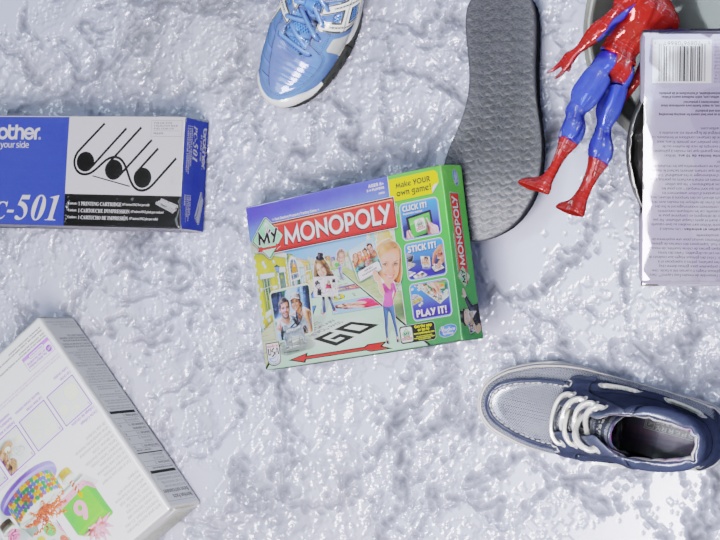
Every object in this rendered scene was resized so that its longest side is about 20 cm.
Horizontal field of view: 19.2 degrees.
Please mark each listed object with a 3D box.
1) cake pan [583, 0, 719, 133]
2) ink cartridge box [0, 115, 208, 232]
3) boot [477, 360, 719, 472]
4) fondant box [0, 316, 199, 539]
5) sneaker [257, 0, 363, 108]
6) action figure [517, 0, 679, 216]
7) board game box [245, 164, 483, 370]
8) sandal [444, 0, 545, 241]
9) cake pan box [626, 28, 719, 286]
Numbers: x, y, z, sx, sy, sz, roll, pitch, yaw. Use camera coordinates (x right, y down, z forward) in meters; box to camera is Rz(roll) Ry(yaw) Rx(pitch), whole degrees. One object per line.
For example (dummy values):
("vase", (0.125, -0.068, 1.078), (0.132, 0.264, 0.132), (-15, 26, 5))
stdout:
("cake pan", (0.266, -0.179, 1.579), (0.200, 0.037, 0.201), (-1, 88, 23))
("ink cartridge box", (-0.226, -0.081, 1.780), (0.200, 0.044, 0.094), (2, 88, 23))
("boot", (0.171, 0.109, 1.582), (0.200, 0.090, 0.073), (6, 91, 23))
("fondant box", (-0.250, 0.160, 1.777), (0.144, 0.058, 0.200), (-41, 73, 17))
("sneaker", (-0.032, -0.222, 1.684), (0.076, 0.077, 0.200), (31, 102, 19))
("action figure", (0.180, -0.141, 1.558), (0.200, 0.065, 0.052), (-62, 27, -4))
("board game box", (0.000, 0.000, 1.663), (0.200, 0.029, 0.135), (-11, 85, 38))
("sandal", (0.111, -0.119, 1.646), (0.076, 0.043, 0.201), (7, 83, 15))
("cake pan box", (0.290, -0.081, 1.518), (0.200, 0.052, 0.185), (-1, 98, 7))
